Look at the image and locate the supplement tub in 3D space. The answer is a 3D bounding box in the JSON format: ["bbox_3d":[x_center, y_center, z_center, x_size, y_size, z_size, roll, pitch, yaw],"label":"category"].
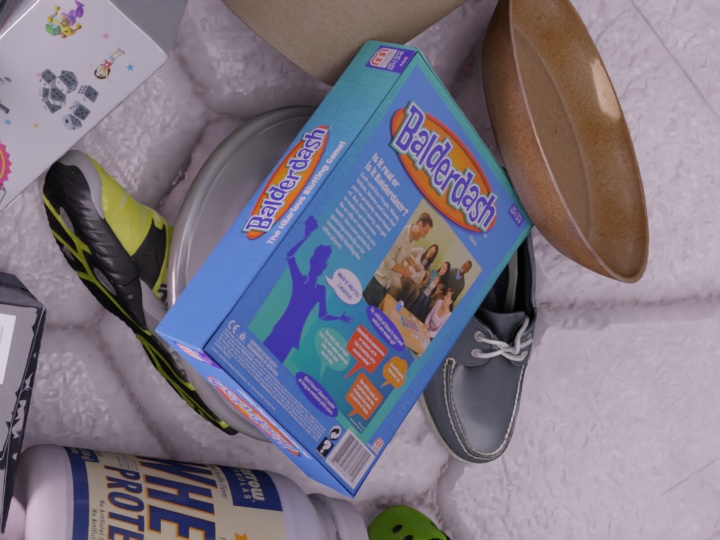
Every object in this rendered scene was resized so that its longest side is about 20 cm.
[{"bbox_3d":[-0.107,0.182,0.892,0.199,0.145,0.146,10,96,-22],"label":"supplement tub"}]

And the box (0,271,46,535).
[{"bbox_3d":[-0.283,0.053,0.821,0.199,0.115,0.133,10,95,-23],"label":"box"}]

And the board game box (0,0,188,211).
[{"bbox_3d":[-0.168,-0.102,0.772,0.200,0.148,0.064,-36,115,27],"label":"board game box"}]

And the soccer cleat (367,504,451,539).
[{"bbox_3d":[0.073,0.235,1.001,0.067,0.081,0.200,-42,111,-9],"label":"soccer cleat"}]

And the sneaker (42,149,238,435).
[{"bbox_3d":[-0.111,0.003,0.904,0.076,0.075,0.200,-43,121,-16],"label":"sneaker"}]

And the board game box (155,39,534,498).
[{"bbox_3d":[0.000,0.000,0.845,0.200,0.045,0.152,-54,132,-16],"label":"board game box"}]

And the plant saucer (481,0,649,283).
[{"bbox_3d":[0.119,-0.084,0.930,0.035,0.200,0.201,-19,110,25],"label":"plant saucer"}]

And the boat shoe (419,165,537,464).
[{"bbox_3d":[0.077,0.031,0.976,0.073,0.062,0.201,-4,101,-19],"label":"boat shoe"}]

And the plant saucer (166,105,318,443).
[{"bbox_3d":[-0.021,0.005,0.902,0.200,0.050,0.201,-7,100,-44],"label":"plant saucer"}]

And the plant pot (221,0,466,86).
[{"bbox_3d":[0.014,-0.208,0.862,0.187,0.187,0.200,35,102,-22],"label":"plant pot"}]
